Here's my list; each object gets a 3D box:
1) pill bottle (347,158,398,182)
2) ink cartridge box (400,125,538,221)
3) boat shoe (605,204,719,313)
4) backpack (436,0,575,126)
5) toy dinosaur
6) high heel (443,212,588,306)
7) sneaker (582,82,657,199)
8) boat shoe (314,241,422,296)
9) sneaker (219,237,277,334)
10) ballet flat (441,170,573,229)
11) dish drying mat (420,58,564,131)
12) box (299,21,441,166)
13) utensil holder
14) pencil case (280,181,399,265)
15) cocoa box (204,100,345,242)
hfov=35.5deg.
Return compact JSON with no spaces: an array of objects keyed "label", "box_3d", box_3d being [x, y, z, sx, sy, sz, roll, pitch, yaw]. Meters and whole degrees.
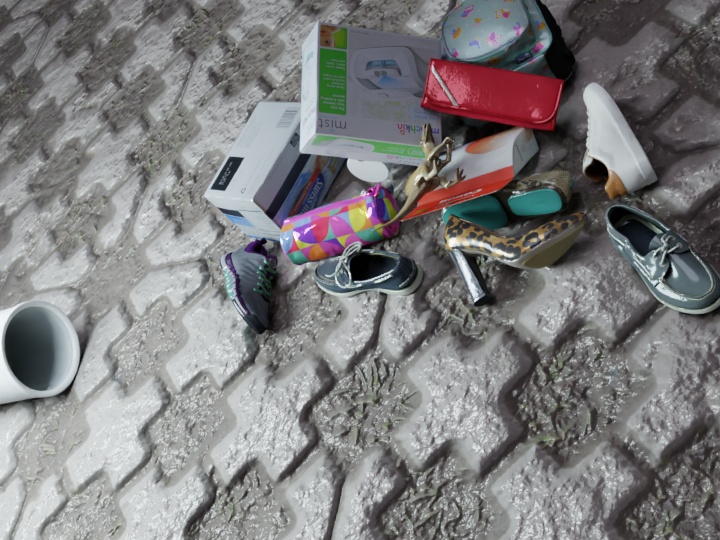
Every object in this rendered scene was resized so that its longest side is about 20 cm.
[{"label":"pill bottle","box_3d":[0.037,-0.243,1.810,0.110,0.111,0.201,-6,53,37]},{"label":"ink cartridge box","box_3d":[0.151,-0.142,1.604,0.161,0.051,0.200,-16,12,31]},{"label":"boat shoe","box_3d":[0.367,-0.018,1.379,0.073,0.062,0.200,-42,40,4]},{"label":"backpack","box_3d":[0.201,-0.328,1.716,0.199,0.153,0.177,-34,46,23]},{"label":"toy dinosaur","box_3d":[0.092,-0.126,1.577,0.101,0.058,0.201,-21,38,49]},{"label":"high heel","box_3d":[0.203,-0.061,1.525,0.199,0.071,0.144,-35,58,23]},{"label":"sneaker","box_3d":[0.329,-0.179,1.536,0.084,0.073,0.201,-29,44,14]},{"label":"boat shoe","box_3d":[0.000,0.000,1.677,0.199,0.062,0.075,7,64,44]},{"label":"sneaker","box_3d":[-0.167,0.016,1.801,0.087,0.075,0.201,-34,40,5]},{"label":"ballet flat","box_3d":[0.212,-0.102,1.587,0.199,0.068,0.075,-11,30,35]},{"label":"dish drying mat","box_3d":[0.189,-0.255,1.626,0.198,0.018,0.078,12,87,15]},{"label":"box","box_3d":[0.014,-0.260,1.689,0.097,0.198,0.178,142,132,-68]},{"label":"utensil holder","box_3d":[-0.631,0.155,2.008,0.199,0.170,0.171,-14,49,34]},{"label":"pencil case","box_3d":[-0.032,-0.072,1.750,0.199,0.088,0.089,-20,46,29]},{"label":"cocoa box","box_3d":[-0.137,-0.164,1.876,0.133,0.131,0.201,10,64,44]}]
